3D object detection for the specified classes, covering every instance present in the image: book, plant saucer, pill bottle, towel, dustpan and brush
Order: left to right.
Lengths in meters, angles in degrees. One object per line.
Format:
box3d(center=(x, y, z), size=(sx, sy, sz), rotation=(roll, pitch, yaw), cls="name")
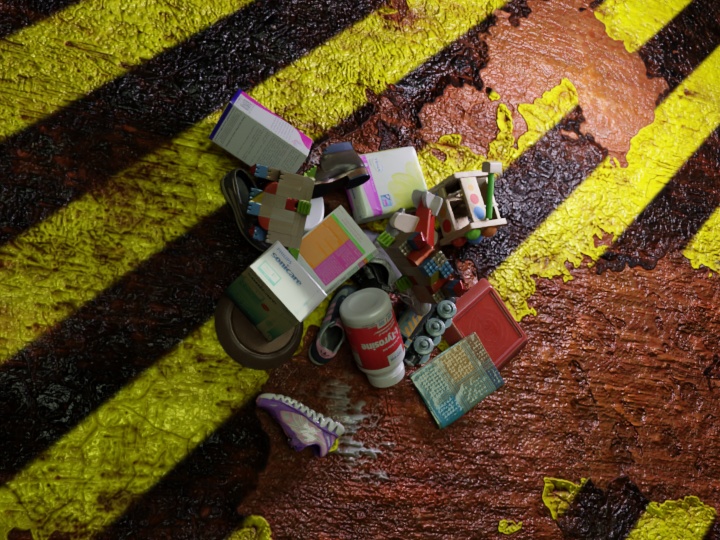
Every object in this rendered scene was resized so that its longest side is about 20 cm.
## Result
box3d(center=(-0.208, 0.107, 1.639), size=(0.198, 0.034, 0.203), rotation=(7, 72, -23), cls="plant saucer")
box3d(center=(-0.125, -0.094, 1.735), size=(0.138, 0.057, 0.202), rotation=(-16, 76, -36), cls="dustpan and brush")
box3d(center=(-0.077, -0.025, 1.662), size=(0.199, 0.048, 0.134), rotation=(-38, 65, -3), cls="book")
box3d(center=(0.032, 0.148, 1.659), size=(0.112, 0.112, 0.202), rotation=(-37, 125, -30), cls="pill bottle")
box3d(center=(0.223, 0.253, 1.789), size=(0.199, 0.022, 0.148), rotation=(-31, 91, -20), cls="towel")
box3d(center=(0.303, 0.146, 1.873), size=(0.199, 0.037, 0.201), rotation=(-36, 92, -29), cls="plant saucer")

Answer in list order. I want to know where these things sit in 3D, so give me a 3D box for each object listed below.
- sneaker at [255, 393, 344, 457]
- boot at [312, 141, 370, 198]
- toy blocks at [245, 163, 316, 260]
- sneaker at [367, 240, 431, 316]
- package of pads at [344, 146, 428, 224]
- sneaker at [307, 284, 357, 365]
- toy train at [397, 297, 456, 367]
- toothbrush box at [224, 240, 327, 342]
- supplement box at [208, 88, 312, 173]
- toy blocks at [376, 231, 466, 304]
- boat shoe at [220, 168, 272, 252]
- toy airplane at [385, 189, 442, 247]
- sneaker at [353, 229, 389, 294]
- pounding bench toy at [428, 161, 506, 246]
box3d(center=(-0.131, 0.321, 1.590), size=(0.199, 0.080, 0.089), rotation=(31, 72, -16), cls="sneaker")
box3d(center=(-0.084, -0.224, 1.734), size=(0.198, 0.075, 0.098), rotation=(-14, 72, -22), cls="boot")
box3d(center=(-0.178, -0.134, 1.619), size=(0.135, 0.100, 0.202), rotation=(12, 97, -13), cls="toy blocks")
box3d(center=(0.077, 0.028, 1.706), size=(0.201, 0.074, 0.082), rotation=(52, 55, -11), cls="sneaker")
box3d(center=(0.058, -0.207, 1.843), size=(0.198, 0.068, 0.156), rotation=(-13, 82, -29), cls="package of pads")
box3d(center=(-0.045, 0.112, 1.687), size=(0.070, 0.082, 0.202), rotation=(29, 64, -12), cls="sneaker")
box3d(center=(0.138, 0.123, 1.773), size=(0.113, 0.085, 0.201), rotation=(31, 65, 12), cls="toy train")
box3d(center=(-0.172, 0.046, 1.542), size=(0.147, 0.200, 0.085), rotation=(48, 61, -6), cls="toothbrush box")
box3d(center=(-0.215, -0.288, 1.695), size=(0.199, 0.104, 0.102), rotation=(32, 26, -12), cls="supplement box")
box3d(center=(0.135, -0.005, 1.610), size=(0.100, 0.136, 0.201), rotation=(-41, 106, -19), cls="toy blocks")
box3d(center=(-0.235, -0.130, 1.674), size=(0.074, 0.073, 0.201), rotation=(-34, 91, -29), cls="boat shoe")
box3d(center=(0.121, -0.089, 1.778), size=(0.200, 0.140, 0.202), rotation=(-61, 140, -45), cls="toy airplane")
box3d(center=(0.000, 0.000, 1.733), size=(0.106, 0.074, 0.202), rotation=(17, 58, -43), cls="sneaker")
box3d(center=(0.276, -0.155, 1.850), size=(0.123, 0.200, 0.158), rotation=(-9, 78, -34), cls="pounding bench toy")
